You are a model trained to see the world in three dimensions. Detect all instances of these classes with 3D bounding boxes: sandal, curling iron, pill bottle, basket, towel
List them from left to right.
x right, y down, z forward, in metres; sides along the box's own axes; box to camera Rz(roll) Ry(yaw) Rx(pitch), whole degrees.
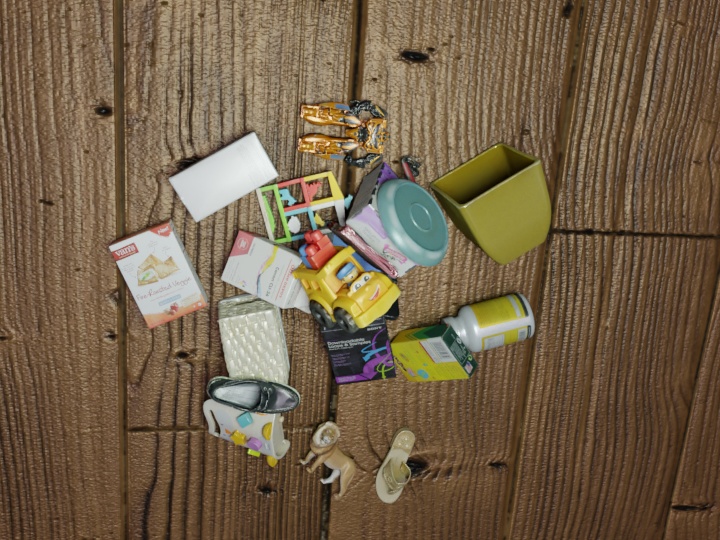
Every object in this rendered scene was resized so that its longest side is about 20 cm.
[{"bbox_3d":[-0.234,0.162,1.469,0.135,0.123,0.200,-11,107,-6],"label":"basket"},{"bbox_3d":[0.002,-0.046,1.366,0.144,0.200,0.023,42,88,-13],"label":"towel"},{"bbox_3d":[0.091,0.498,1.643,0.077,0.070,0.212,12,102,-13],"label":"sandal"},{"bbox_3d":[0.133,-0.165,1.446,0.049,0.026,0.200,-8,70,-22],"label":"curling iron"},{"bbox_3d":[0.296,0.127,1.561,0.200,0.112,0.112,-13,106,-6],"label":"pill bottle"}]

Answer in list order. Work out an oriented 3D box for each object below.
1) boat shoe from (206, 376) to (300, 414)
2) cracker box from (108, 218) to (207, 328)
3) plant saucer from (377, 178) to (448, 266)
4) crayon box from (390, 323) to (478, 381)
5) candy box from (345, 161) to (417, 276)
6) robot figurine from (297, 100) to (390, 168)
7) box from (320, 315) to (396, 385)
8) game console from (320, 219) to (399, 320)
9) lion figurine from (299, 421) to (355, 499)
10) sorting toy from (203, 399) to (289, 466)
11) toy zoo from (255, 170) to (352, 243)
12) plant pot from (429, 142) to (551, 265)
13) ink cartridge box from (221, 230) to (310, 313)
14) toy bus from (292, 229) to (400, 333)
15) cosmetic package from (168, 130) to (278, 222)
[{"bbox_3d":[-0.221,0.264,1.396,0.199,0.066,0.075,17,88,-13],"label":"boat shoe"},{"bbox_3d":[-0.430,0.007,1.428,0.134,0.058,0.200,-23,107,-4],"label":"cracker box"},{"bbox_3d":[0.116,-0.104,1.354,0.200,0.200,0.027,44,132,-17],"label":"plant saucer"},{"bbox_3d":[0.157,0.194,1.542,0.127,0.200,0.051,54,51,-19],"label":"crayon box"},{"bbox_3d":[0.067,-0.111,1.408,0.071,0.200,0.168,-35,111,30],"label":"candy box"},{"bbox_3d":[-0.031,-0.293,1.419,0.200,0.058,0.145,3,105,-10],"label":"robot figurine"},{"bbox_3d":[-0.002,0.181,1.505,0.143,0.036,0.200,-9,133,5],"label":"box"},{"bbox_3d":[0.000,0.000,1.477,0.200,0.176,0.117,10,131,-12],"label":"game console"},{"bbox_3d":[-0.064,0.458,1.614,0.122,0.072,0.200,-43,122,-10],"label":"lion figurine"},{"bbox_3d":[-0.266,0.354,1.514,0.180,0.107,0.200,8,130,13],"label":"sorting toy"},{"bbox_3d":[-0.114,-0.139,1.448,0.200,0.020,0.131,-13,106,3],"label":"toy zoo"},{"bbox_3d":[0.302,-0.132,1.461,0.194,0.196,0.200,-30,117,-1],"label":"plant pot"},{"bbox_3d":[-0.182,0.005,1.418,0.200,0.067,0.117,23,96,15],"label":"ink cartridge box"},{"bbox_3d":[-0.043,0.008,1.315,0.136,0.200,0.192,-40,114,-24],"label":"toy bus"},{"bbox_3d":[-0.282,-0.198,1.386,0.200,0.085,0.108,-28,107,-1],"label":"cosmetic package"}]
